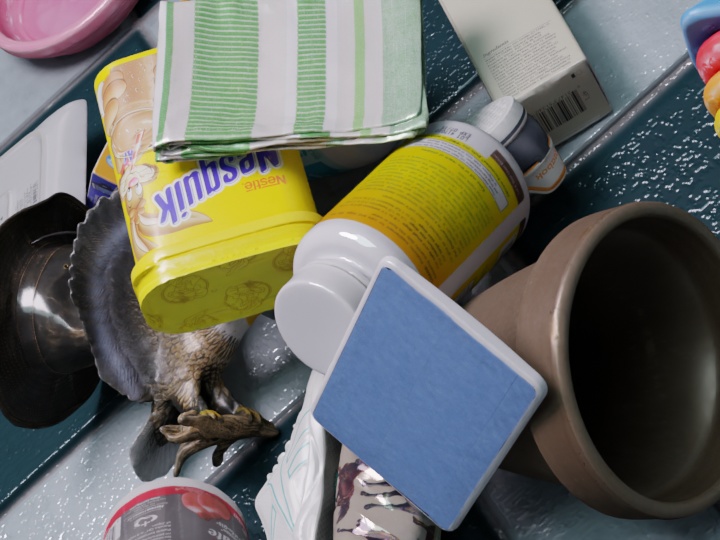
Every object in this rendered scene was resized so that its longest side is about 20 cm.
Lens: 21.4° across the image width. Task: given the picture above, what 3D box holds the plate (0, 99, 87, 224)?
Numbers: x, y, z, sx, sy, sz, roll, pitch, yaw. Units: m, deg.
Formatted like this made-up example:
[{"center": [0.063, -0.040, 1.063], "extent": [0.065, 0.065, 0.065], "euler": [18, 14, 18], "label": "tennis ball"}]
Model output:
[{"center": [-0.315, -0.036, 1.702], "extent": [0.200, 0.032, 0.201], "euler": [-34, 44, 33], "label": "plate"}]

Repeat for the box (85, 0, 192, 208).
[{"center": [-0.187, -0.127, 1.654], "extent": [0.201, 0.041, 0.119], "euler": [-63, 4, -17], "label": "box"}]

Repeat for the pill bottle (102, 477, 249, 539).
[{"center": [-0.127, 0.241, 1.327], "extent": [0.110, 0.111, 0.200], "euler": [-35, 25, 11], "label": "pill bottle"}]

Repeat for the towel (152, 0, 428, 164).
[{"center": [-0.052, -0.148, 1.388], "extent": [0.198, 0.023, 0.153], "euler": [-5, 55, 5], "label": "towel"}]

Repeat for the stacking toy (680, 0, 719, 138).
[{"center": [0.289, -0.087, 1.314], "extent": [0.115, 0.110, 0.202], "euler": [-8, 68, 17], "label": "stacking toy"}]

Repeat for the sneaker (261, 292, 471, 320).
[{"center": [0.000, 0.000, 1.463], "extent": [0.199, 0.073, 0.071], "euler": [1, 70, 36], "label": "sneaker"}]

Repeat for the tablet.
[{"center": [0.039, 0.083, 1.221], "extent": [0.130, 0.200, 0.014], "euler": [39, 54, 10], "label": "tablet"}]

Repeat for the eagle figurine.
[{"center": [-0.138, 0.049, 1.483], "extent": [0.150, 0.152, 0.201], "euler": [-22, 65, -19], "label": "eagle figurine"}]

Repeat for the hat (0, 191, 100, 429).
[{"center": [-0.221, 0.034, 1.523], "extent": [0.080, 0.201, 0.202], "euler": [3, 63, 23], "label": "hat"}]

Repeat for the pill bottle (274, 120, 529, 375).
[{"center": [0.027, -0.013, 1.326], "extent": [0.109, 0.110, 0.200], "euler": [5, 35, 37], "label": "pill bottle"}]

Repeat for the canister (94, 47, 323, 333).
[{"center": [-0.112, -0.070, 1.417], "extent": [0.147, 0.087, 0.201], "euler": [-16, 61, -2], "label": "canister"}]

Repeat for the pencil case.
[{"center": [0.026, 0.159, 1.338], "extent": [0.089, 0.078, 0.201], "euler": [-7, 58, 21], "label": "pencil case"}]

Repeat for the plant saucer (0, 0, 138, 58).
[{"center": [-0.278, -0.286, 1.861], "extent": [0.199, 0.051, 0.202], "euler": [-19, 52, 25], "label": "plant saucer"}]

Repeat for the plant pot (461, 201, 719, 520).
[{"center": [0.140, 0.064, 1.264], "extent": [0.174, 0.200, 0.201], "euler": [-10, 55, 49], "label": "plant pot"}]

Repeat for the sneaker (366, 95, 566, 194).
[{"center": [0.075, -0.067, 1.458], "extent": [0.200, 0.079, 0.079], "euler": [-16, 35, 57], "label": "sneaker"}]

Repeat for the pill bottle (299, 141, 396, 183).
[{"center": [-0.070, -0.120, 1.555], "extent": [0.199, 0.111, 0.112], "euler": [-15, 53, 40], "label": "pill bottle"}]

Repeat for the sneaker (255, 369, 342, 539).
[{"center": [-0.039, 0.149, 1.399], "extent": [0.080, 0.070, 0.202], "euler": [-17, 51, 37], "label": "sneaker"}]

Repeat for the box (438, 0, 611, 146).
[{"center": [0.119, -0.188, 1.504], "extent": [0.082, 0.068, 0.201], "euler": [-29, 48, 9], "label": "box"}]
